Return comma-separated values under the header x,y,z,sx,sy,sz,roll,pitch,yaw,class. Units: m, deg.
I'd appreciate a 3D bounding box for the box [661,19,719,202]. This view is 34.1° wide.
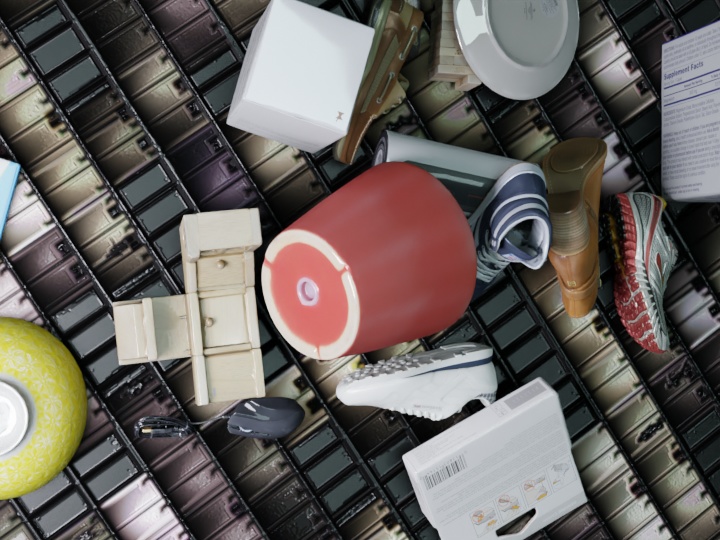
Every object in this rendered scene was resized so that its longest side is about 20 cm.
x,y,z,sx,sy,sz,roll,pitch,yaw,class
0.445,-0.188,1.410,0.103,0.184,0.204,0,91,-11,box

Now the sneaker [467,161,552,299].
x,y,z,sx,sy,sz,roll,pitch,yaw,class
0.153,-0.017,1.342,0.069,0.109,0.201,19,125,-17,sneaker

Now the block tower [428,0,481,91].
x,y,z,sx,sy,sz,roll,pitch,yaw,class
0.116,-0.322,1.404,0.057,0.054,0.204,1,89,-12,block tower

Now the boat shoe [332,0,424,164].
x,y,z,sx,sy,sz,roll,pitch,yaw,class
0.020,-0.213,1.340,0.073,0.076,0.202,13,118,-11,boat shoe

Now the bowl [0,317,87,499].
x,y,z,sx,sy,sz,roll,pitch,yaw,class
-0.394,0.154,1.266,0.196,0.108,0.204,0,90,-13,bowl

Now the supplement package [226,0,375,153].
x,y,z,sx,sy,sz,roll,pitch,yaw,class
-0.070,-0.210,1.288,0.115,0.200,0.119,18,87,-12,supplement package

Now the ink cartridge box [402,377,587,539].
x,y,z,sx,sy,sz,roll,pitch,yaw,class
0.166,0.251,1.422,0.198,0.045,0.178,-27,120,-11,ink cartridge box

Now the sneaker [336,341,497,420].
x,y,z,sx,sy,sz,roll,pitch,yaw,class
0.069,0.142,1.389,0.196,0.076,0.082,-9,102,-11,sneaker

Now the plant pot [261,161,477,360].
x,y,z,sx,sy,sz,roll,pitch,yaw,class
0.000,0.000,1.277,0.176,0.199,0.204,-24,96,-44,plant pot

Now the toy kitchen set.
x,y,z,sx,sy,sz,roll,pitch,yaw,class
-0.187,0.048,1.273,0.160,0.180,0.204,-6,88,-11,toy kitchen set

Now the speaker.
x,y,z,sx,sy,sz,roll,pitch,yaw,class
0.114,-0.106,1.391,0.196,0.081,0.083,12,88,-13,speaker

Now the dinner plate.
x,y,z,sx,sy,sz,roll,pitch,yaw,class
0.194,-0.307,1.403,0.197,0.024,0.204,-1,92,-35,dinner plate

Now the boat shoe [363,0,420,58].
x,y,z,sx,sy,sz,roll,pitch,yaw,class
0.048,-0.346,1.387,0.072,0.074,0.204,4,98,-22,boat shoe

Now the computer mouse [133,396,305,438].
x,y,z,sx,sy,sz,roll,pitch,yaw,class
-0.159,0.178,1.342,0.196,0.059,0.035,-6,58,-11,computer mouse

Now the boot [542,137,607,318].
x,y,z,sx,sy,sz,roll,pitch,yaw,class
0.267,-0.056,1.419,0.075,0.201,0.157,-5,125,16,boot

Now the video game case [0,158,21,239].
x,y,z,sx,sy,sz,roll,pitch,yaw,class
-0.490,-0.076,1.290,0.197,0.018,0.146,16,86,-12,video game case

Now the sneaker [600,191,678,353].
x,y,z,sx,sy,sz,roll,pitch,yaw,class
0.359,0.001,1.446,0.081,0.078,0.204,-9,92,-13,sneaker
